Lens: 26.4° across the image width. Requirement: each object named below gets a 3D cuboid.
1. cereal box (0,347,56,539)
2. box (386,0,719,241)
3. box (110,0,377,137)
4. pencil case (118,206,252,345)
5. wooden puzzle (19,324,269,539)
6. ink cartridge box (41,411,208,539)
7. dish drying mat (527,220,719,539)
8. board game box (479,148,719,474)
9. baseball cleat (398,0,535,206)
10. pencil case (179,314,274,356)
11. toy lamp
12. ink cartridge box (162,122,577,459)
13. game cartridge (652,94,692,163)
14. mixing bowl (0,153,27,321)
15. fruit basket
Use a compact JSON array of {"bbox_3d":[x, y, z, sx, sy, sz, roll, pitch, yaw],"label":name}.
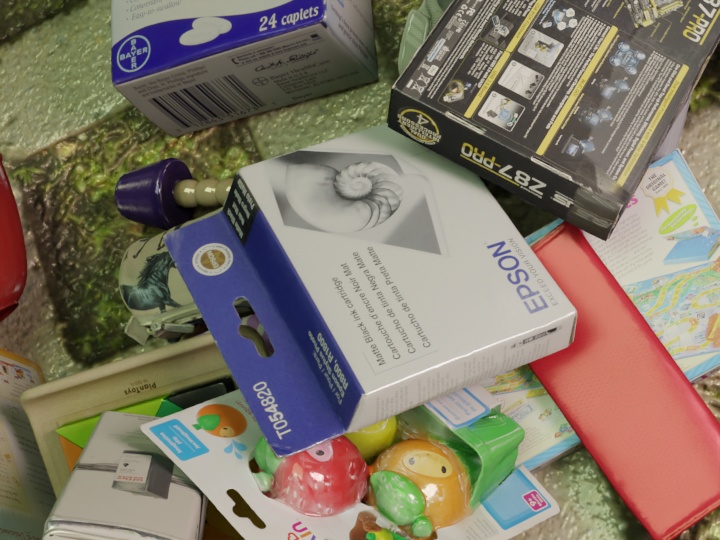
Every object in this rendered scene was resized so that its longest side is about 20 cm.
[{"bbox_3d":[-0.256,0.139,1.103,0.039,0.144,0.201,-32,60,11],"label":"cereal box"},{"bbox_3d":[0.133,-0.138,0.983,0.161,0.049,0.200,27,62,10],"label":"box"},{"bbox_3d":[-0.093,-0.231,1.187,0.183,0.105,0.201,-13,65,20],"label":"box"},{"bbox_3d":[-0.079,-0.006,1.090,0.199,0.078,0.090,-18,52,32],"label":"pencil case"},{"bbox_3d":[-0.123,0.152,1.037,0.184,0.037,0.201,-17,99,18],"label":"wooden puzzle"},{"bbox_3d":[-0.142,0.186,0.922,0.084,0.200,0.147,10,102,-1],"label":"ink cartridge box"},{"bbox_3d":[0.158,0.069,0.961,0.077,0.018,0.201,-37,73,9],"label":"dish drying mat"},{"bbox_3d":[0.153,0.031,0.995,0.199,0.034,0.135,-30,75,12],"label":"board game box"},{"bbox_3d":[0.084,-0.119,1.053,0.106,0.070,0.201,-26,57,30],"label":"baseball cleat"},{"bbox_3d":[-0.114,0.091,1.087,0.199,0.085,0.084,-20,71,16],"label":"pencil case"},{"bbox_3d":[-0.092,-0.057,1.151,0.199,0.058,0.059,2,72,24],"label":"toy lamp"},{"bbox_3d":[0.000,0.000,0.953,0.199,0.041,0.200,-21,53,-16],"label":"ink cartridge box"},{"bbox_3d":[0.135,-0.128,1.081,0.199,0.041,0.134,12,80,28],"label":"game cartridge"},{"bbox_3d":[-0.333,0.007,1.181,0.200,0.200,0.109,-33,89,11],"label":"mixing bowl"},{"bbox_3d":[-0.002,0.114,0.932,0.185,0.199,0.094,40,124,33],"label":"fruit basket"}]
